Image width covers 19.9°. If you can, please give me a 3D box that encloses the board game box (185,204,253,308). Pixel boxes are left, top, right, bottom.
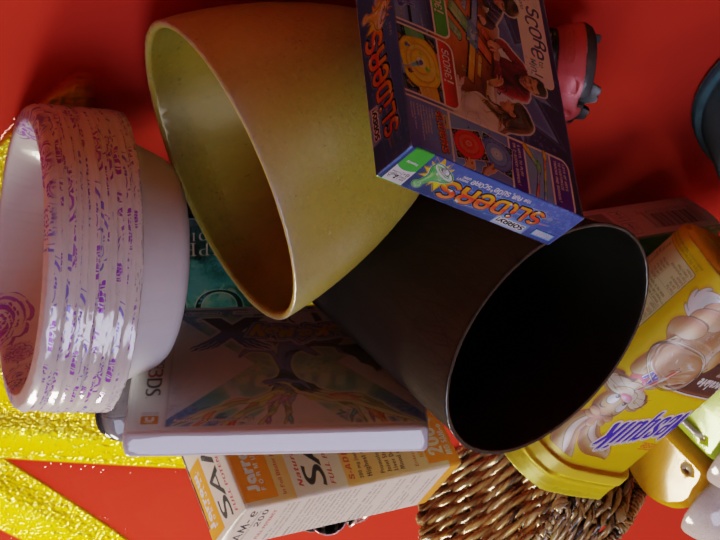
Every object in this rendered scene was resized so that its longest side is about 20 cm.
[{"bbox_3d":[-0.151,0.018,1.503,0.198,0.028,0.136,-3,117,-7],"label":"board game box"}]

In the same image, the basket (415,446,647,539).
[{"bbox_3d":[0.164,0.220,1.806,0.148,0.144,0.200,21,138,-34],"label":"basket"}]

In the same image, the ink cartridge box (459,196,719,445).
[{"bbox_3d":[0.168,0.047,1.520,0.160,0.050,0.201,-10,127,-37],"label":"ink cartridge box"}]

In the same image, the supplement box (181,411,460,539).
[{"bbox_3d":[-0.038,0.129,1.606,0.199,0.127,0.074,-9,153,-32],"label":"supplement box"}]

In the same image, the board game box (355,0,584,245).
[{"bbox_3d":[0.061,-0.125,1.225,0.135,0.201,0.034,20,138,-33],"label":"board game box"}]

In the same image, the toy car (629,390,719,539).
[{"bbox_3d":[0.287,0.106,1.670,0.149,0.175,0.201,-32,155,-26],"label":"toy car"}]

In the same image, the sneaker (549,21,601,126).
[{"bbox_3d":[0.090,-0.101,1.385,0.097,0.071,0.201,9,147,-10],"label":"sneaker"}]

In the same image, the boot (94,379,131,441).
[{"bbox_3d":[-0.079,0.092,1.444,0.198,0.132,0.070,-13,110,-19],"label":"boot"}]

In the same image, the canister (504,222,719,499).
[{"bbox_3d":[0.200,0.066,1.465,0.200,0.087,0.148,-44,151,18],"label":"canister"}]

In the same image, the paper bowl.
[{"bbox_3d":[-0.176,-0.006,1.359,0.103,0.202,0.201,3,146,-20],"label":"paper bowl"}]

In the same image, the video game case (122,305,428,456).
[{"bbox_3d":[-0.057,0.071,1.404,0.198,0.183,0.022,-1,115,-1],"label":"video game case"}]

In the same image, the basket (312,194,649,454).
[{"bbox_3d":[0.058,0.011,1.361,0.180,0.199,0.137,-38,130,-23],"label":"basket"}]

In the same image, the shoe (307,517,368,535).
[{"bbox_3d":[-0.027,0.195,1.783,0.071,0.092,0.201,-12,146,9],"label":"shoe"}]

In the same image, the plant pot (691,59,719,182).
[{"bbox_3d":[0.342,-0.043,1.398,0.198,0.198,0.201,-5,147,-3],"label":"plant pot"}]

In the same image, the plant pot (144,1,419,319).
[{"bbox_3d":[-0.030,-0.090,1.300,0.141,0.201,0.201,-26,151,-18],"label":"plant pot"}]
